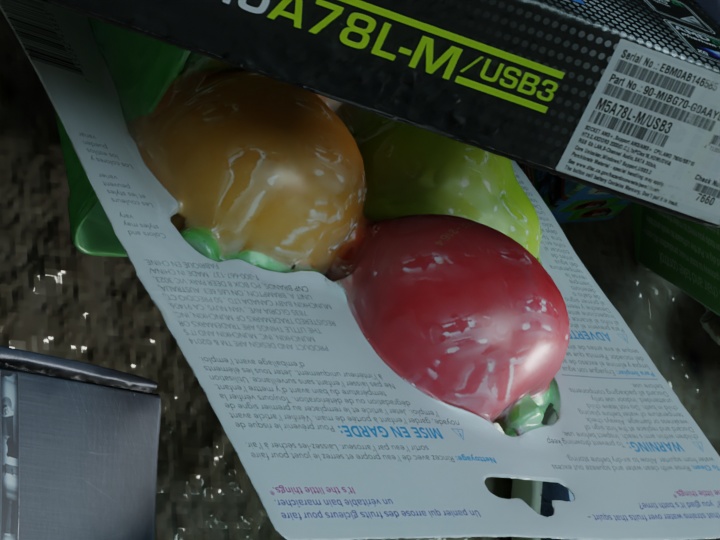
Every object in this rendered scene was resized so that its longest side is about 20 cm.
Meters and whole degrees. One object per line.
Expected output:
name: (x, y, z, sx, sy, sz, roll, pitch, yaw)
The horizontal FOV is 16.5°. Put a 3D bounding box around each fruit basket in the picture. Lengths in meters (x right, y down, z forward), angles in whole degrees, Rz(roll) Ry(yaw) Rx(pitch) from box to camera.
fruit basket: (0.000, 0.000, 0.677, 0.185, 0.094, 0.201, 5, 48, -44)

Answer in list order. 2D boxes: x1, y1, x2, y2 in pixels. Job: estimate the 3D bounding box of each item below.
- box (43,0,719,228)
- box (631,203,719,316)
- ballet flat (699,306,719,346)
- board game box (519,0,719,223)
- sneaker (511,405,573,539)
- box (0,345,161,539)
box: (-0.008, -0.094, 0.658, 0.199, 0.048, 0.193, 18, 22, -23)
box: (0.120, -0.083, 0.796, 0.036, 0.144, 0.201, -8, 106, -12)
ballet flat: (0.193, -0.007, 0.937, 0.200, 0.072, 0.072, -45, 110, -41)
board game box: (0.083, -0.109, 0.767, 0.036, 0.200, 0.152, -5, 80, -14)
sneaker: (0.115, 0.131, 0.801, 0.075, 0.084, 0.201, -23, 94, -45)
box: (-0.110, 0.116, 0.563, 0.157, 0.051, 0.201, 18, 73, -60)
